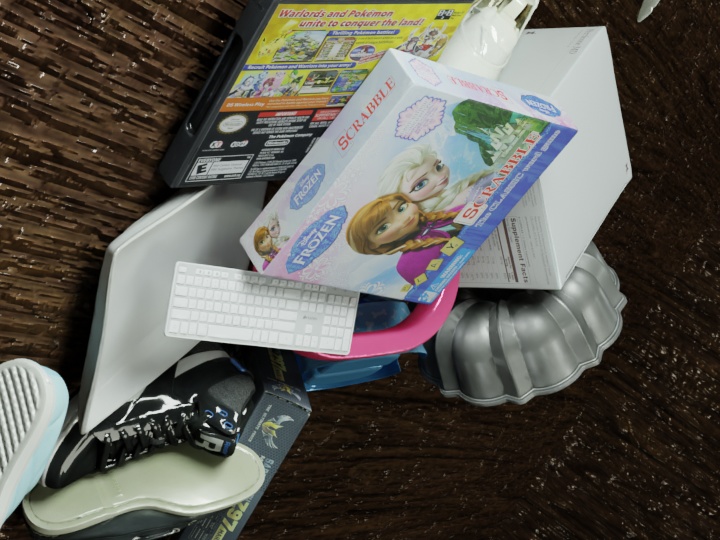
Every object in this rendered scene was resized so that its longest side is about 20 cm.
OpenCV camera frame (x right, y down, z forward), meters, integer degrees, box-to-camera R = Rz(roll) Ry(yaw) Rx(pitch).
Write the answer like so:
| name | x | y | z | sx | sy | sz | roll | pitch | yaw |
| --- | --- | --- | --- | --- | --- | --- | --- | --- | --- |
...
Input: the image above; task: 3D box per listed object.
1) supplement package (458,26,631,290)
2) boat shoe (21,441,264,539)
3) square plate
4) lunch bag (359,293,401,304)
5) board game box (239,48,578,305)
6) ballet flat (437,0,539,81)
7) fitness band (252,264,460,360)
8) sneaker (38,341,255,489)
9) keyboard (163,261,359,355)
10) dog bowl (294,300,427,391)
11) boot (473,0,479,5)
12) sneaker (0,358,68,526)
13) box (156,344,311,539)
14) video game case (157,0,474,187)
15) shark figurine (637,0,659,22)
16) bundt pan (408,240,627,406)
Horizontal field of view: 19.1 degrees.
| name | x | y | z | sx | sy | sz | roll | pitch | yaw |
| --- | --- | --- | --- | --- | --- | --- | --- | --- | --- |
| supplement package | 0.145 | -0.100 | 1.860 | 0.200 | 0.111 | 0.156 | -53 | 136 | -50 |
| boat shoe | -0.177 | 0.187 | 1.735 | 0.199 | 0.075 | 0.066 | -14 | 151 | -22 |
| square plate | -0.145 | 0.004 | 1.631 | 0.200 | 0.028 | 0.198 | -41 | 156 | -42 |
| lunch bag | 0.001 | -0.052 | 1.851 | 0.151 | 0.094 | 0.200 | -55 | 159 | 7 |
| board game box | 0.039 | -0.066 | 1.644 | 0.199 | 0.041 | 0.200 | 10 | 128 | -46 |
| ballet flat | 0.111 | -0.206 | 1.820 | 0.070 | 0.069 | 0.200 | -65 | 177 | 32 |
| fitness band | 0.000 | 0.000 | 1.753 | 0.200 | 0.037 | 0.144 | -5 | 93 | -39 |
| sneaker | -0.158 | 0.124 | 1.697 | 0.200 | 0.112 | 0.073 | -43 | 159 | -37 |
| keyboard | -0.073 | 0.031 | 1.652 | 0.200 | 0.011 | 0.056 | 8 | 86 | -46 |
| dog bowl | -0.011 | 0.067 | 1.891 | 0.111 | 0.050 | 0.200 | -7 | 171 | -15 |
| boot | 0.015 | -0.164 | 1.683 | 0.200 | 0.072 | 0.155 | -33 | 153 | -41 |
| sneaker | -0.266 | 0.157 | 1.527 | 0.200 | 0.074 | 0.082 | -55 | 161 | 3 |
| box | -0.119 | 0.158 | 1.848 | 0.200 | 0.051 | 0.158 | -60 | -161 | 15 |
| video game case | -0.030 | -0.137 | 1.549 | 0.200 | 0.026 | 0.181 | -7 | 141 | -43 |
| shark figurine | 0.213 | -0.332 | 1.863 | 0.089 | 0.215 | 0.128 | -21 | -144 | 28 |
| bundt pan | 0.132 | 0.024 | 1.915 | 0.202 | 0.202 | 0.076 | -47 | 135 | -25 |
